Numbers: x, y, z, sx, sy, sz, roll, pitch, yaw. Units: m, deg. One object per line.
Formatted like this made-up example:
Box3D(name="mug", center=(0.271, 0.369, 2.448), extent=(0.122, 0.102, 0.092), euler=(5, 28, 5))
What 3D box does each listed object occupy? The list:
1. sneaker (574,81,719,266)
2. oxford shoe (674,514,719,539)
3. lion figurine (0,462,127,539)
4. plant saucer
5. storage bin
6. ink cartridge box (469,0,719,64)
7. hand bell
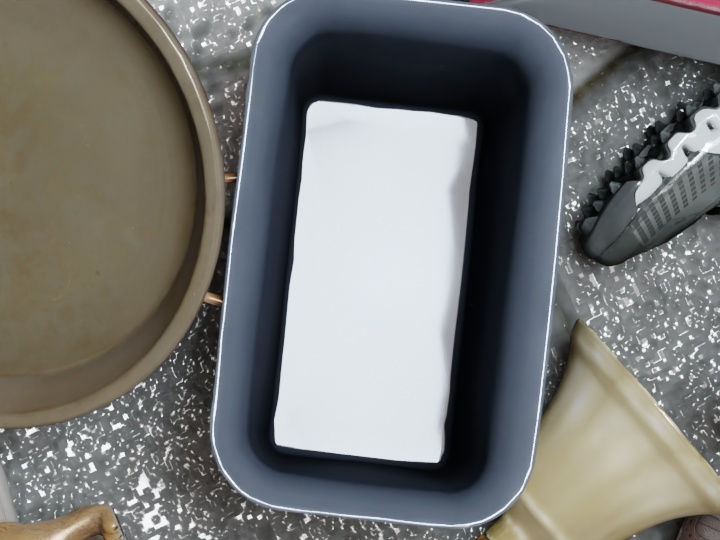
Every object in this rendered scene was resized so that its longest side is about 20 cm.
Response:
Box3D(name="sneaker", center=(0.185, -0.052, 1.276), extent=(0.200, 0.066, 0.091), euler=(-38, 92, -13))
Box3D(name="oxford shoe", center=(0.227, 0.141, 1.272), extent=(0.199, 0.071, 0.073), euler=(8, 80, -10))
Box3D(name="lion figurine", center=(-0.167, 0.086, 1.205), extent=(0.122, 0.072, 0.201), euler=(-19, 76, -4))
Box3D(name="plant saucer", center=(-0.143, -0.038, 1.142), extent=(0.199, 0.029, 0.201), euler=(4, 107, 15))
Box3D(name="storage bin", center=(0.000, 0.000, 1.199), extent=(0.145, 0.134, 0.201), euler=(6, 84, -2))
Box3D(name="ink cartridge box", center=(0.128, -0.194, 1.190), extent=(0.145, 0.083, 0.201), euler=(8, 82, -33))
Box3D(name="hand bell", center=(0.049, 0.123, 1.239), extent=(0.200, 0.104, 0.104), euler=(-40, 94, 1))
